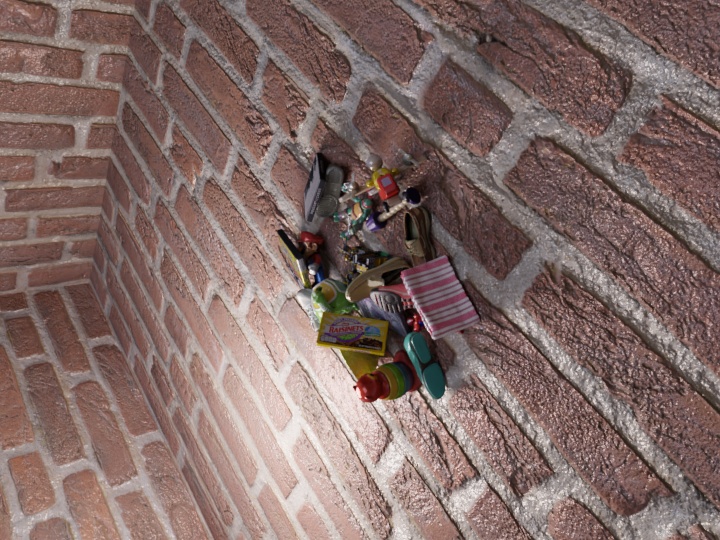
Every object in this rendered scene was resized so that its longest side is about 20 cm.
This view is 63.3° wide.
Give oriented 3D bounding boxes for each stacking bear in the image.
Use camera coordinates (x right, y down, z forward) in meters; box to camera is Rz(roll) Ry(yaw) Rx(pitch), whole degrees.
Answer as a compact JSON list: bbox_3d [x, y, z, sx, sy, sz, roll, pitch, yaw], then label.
[{"bbox_3d":[0.071,0.319,1.668,0.121,0.200,0.114,35,122,38],"label":"stacking bear"}]

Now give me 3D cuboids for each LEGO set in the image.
[{"bbox_3d":[0.000,0.000,1.745,0.200,0.116,0.154,32,120,40],"label":"LEGO set"}]

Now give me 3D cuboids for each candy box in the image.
[{"bbox_3d":[-0.022,0.182,1.695,0.026,0.199,0.103,91,-172,-61],"label":"candy box"}]

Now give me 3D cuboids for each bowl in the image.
[{"bbox_3d":[0.004,0.232,1.780,0.107,0.200,0.201,-29,71,3],"label":"bowl"}]

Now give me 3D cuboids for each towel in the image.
[{"bbox_3d":[0.206,0.068,1.508,0.201,0.146,0.030,64,157,17],"label":"towel"}]

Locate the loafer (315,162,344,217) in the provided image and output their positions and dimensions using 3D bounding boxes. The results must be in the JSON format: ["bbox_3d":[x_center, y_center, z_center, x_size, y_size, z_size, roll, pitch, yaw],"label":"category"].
[{"bbox_3d":[-0.096,-0.255,1.851,0.070,0.075,0.200,-91,20,-50],"label":"loafer"}]

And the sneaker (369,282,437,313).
[{"bbox_3d":[0.127,0.064,1.595,0.199,0.087,0.074,1,126,15],"label":"sneaker"}]

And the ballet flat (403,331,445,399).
[{"bbox_3d":[0.179,0.263,1.638,0.201,0.067,0.070,66,160,-4],"label":"ballet flat"}]

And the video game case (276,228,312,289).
[{"bbox_3d":[-0.218,-0.021,1.969,0.200,0.025,0.181,49,158,49],"label":"video game case"}]

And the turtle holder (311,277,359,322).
[{"bbox_3d":[-0.098,0.100,1.818,0.141,0.185,0.132,-41,77,42],"label":"turtle holder"}]

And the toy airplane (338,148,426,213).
[{"bbox_3d":[0.059,-0.250,1.569,0.199,0.200,0.141,-5,121,45],"label":"toy airplane"}]

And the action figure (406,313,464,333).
[{"bbox_3d":[0.189,0.122,1.584,0.200,0.065,0.099,-8,124,49],"label":"action figure"}]

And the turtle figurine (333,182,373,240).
[{"bbox_3d":[-0.016,-0.173,1.745,0.200,0.100,0.150,135,133,-60],"label":"turtle figurine"}]

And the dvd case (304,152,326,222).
[{"bbox_3d":[-0.146,-0.267,1.853,0.200,0.025,0.151,-101,28,-54],"label":"dvd case"}]

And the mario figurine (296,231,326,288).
[{"bbox_3d":[-0.174,-0.031,1.942,0.123,0.106,0.201,-13,91,38],"label":"mario figurine"}]

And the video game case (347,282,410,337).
[{"bbox_3d":[0.056,0.117,1.720,0.200,0.019,0.143,24,151,42],"label":"video game case"}]

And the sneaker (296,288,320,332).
[{"bbox_3d":[-0.139,0.145,1.899,0.200,0.092,0.076,45,127,-4],"label":"sneaker"}]

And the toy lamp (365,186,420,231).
[{"bbox_3d":[0.087,-0.170,1.663,0.200,0.058,0.058,-34,72,44],"label":"toy lamp"}]

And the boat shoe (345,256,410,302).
[{"bbox_3d":[0.050,0.030,1.638,0.072,0.200,0.076,59,172,-28],"label":"boat shoe"}]

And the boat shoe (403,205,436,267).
[{"bbox_3d":[0.151,-0.074,1.595,0.076,0.074,0.201,-6,93,49],"label":"boat shoe"}]
